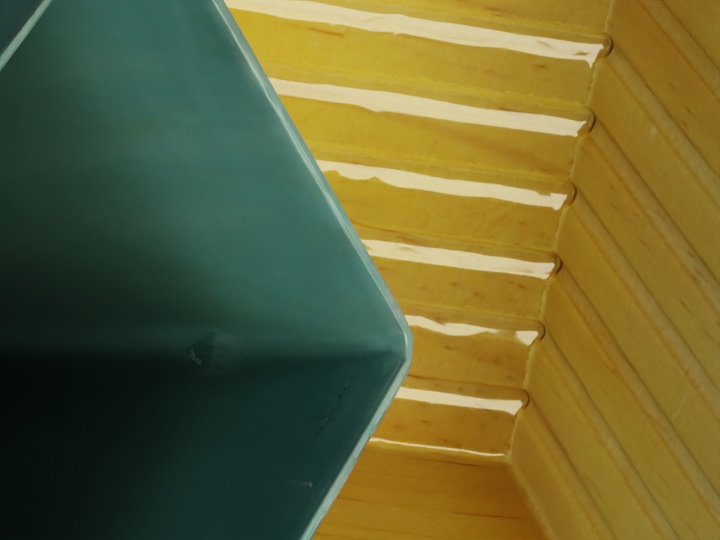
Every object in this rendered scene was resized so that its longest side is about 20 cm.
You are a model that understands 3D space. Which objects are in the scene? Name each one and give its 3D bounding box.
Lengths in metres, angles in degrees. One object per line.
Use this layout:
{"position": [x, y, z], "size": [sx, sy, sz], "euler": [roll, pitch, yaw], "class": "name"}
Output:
{"position": [0.025, 0.013, 0.676], "size": [0.181, 0.176, 0.200], "euler": [8, 121, -7], "class": "dollhouse swing"}
{"position": [-0.123, 0.017, 0.647], "size": [0.200, 0.141, 0.142], "euler": [-1, 133, 37], "class": "plant pot"}
